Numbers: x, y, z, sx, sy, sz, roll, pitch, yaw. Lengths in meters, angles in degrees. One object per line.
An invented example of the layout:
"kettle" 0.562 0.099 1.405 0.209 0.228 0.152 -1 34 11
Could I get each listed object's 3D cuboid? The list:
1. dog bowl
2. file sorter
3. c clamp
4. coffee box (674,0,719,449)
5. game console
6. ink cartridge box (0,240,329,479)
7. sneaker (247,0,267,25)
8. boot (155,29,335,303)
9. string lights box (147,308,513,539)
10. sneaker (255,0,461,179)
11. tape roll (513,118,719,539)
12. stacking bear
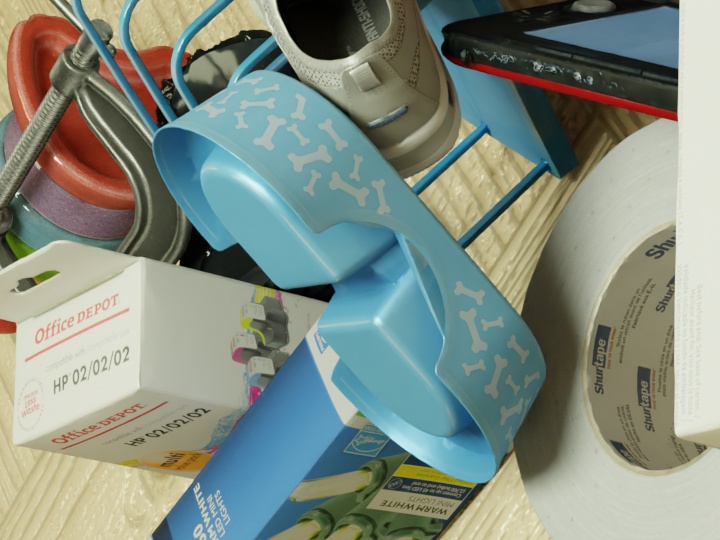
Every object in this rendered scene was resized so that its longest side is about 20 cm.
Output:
"dog bowl" 0.000 0.000 1.140 0.050 0.200 0.111 -45 14 -19
"file sorter" -0.024 -0.096 1.289 0.123 0.139 0.200 -41 44 -12
"c clamp" -0.157 -0.050 1.451 0.171 0.027 0.200 44 132 15
"coffee box" 0.240 -0.036 0.908 0.197 0.199 0.201 -18 63 49
"game console" 0.154 -0.135 1.108 0.199 0.172 0.119 18 114 47
"ink cartridge box" -0.090 0.050 1.333 0.115 0.199 0.068 -26 58 48
"sneaker" -0.021 -0.227 1.453 0.084 0.075 0.201 -26 66 47
"boot" -0.043 -0.049 1.411 0.200 0.076 0.169 -30 57 51
"string lights box" -0.017 0.107 1.297 0.200 0.102 0.059 -53 44 30
"sneaker" -0.016 -0.135 1.155 0.074 0.082 0.200 -31 58 0
"tape roll" 0.148 0.037 1.126 0.200 0.066 0.202 -24 60 49
"stacking bear" -0.178 -0.035 1.576 0.200 0.121 0.114 -48 37 47
